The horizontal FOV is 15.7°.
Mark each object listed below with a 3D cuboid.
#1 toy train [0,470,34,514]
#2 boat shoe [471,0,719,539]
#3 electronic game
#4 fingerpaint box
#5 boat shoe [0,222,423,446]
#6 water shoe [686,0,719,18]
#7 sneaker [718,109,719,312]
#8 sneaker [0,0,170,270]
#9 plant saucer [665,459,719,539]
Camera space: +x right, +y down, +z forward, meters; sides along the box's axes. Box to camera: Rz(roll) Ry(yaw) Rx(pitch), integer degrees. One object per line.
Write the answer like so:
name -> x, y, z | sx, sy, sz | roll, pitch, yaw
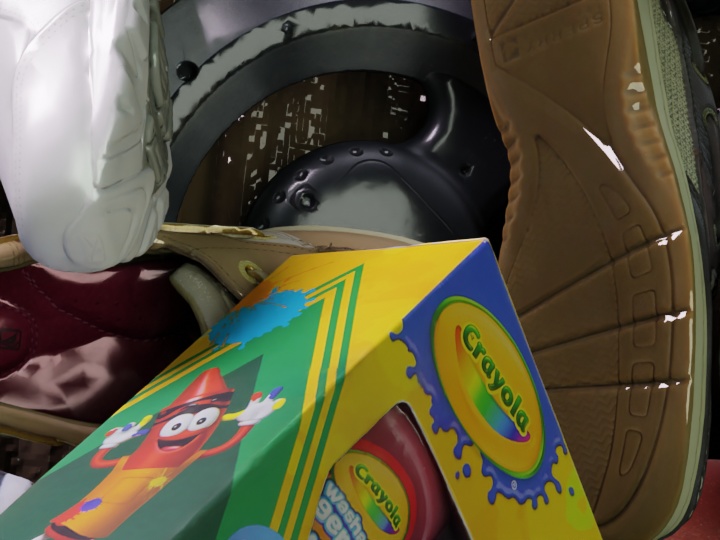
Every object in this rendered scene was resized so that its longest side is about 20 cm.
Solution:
toy train -> -0.171, 0.083, 0.677 | 0.199, 0.087, 0.115 | 10, 63, -1
boat shoe -> 0.079, -0.018, 0.757 | 0.065, 0.073, 0.201 | 10, 72, -48
electronic game -> 0.000, 0.000, 0.805 | 0.199, 0.042, 0.202 | 0, 91, -14
fingerpaint box -> 0.000, 0.119, 0.667 | 0.167, 0.073, 0.201 | -42, 118, -45
boat shoe -> -0.047, 0.023, 0.737 | 0.199, 0.066, 0.075 | -2, 92, -15
water shoe -> 0.161, -0.129, 0.862 | 0.199, 0.071, 0.080 | -4, 84, -23
sneaker -> 0.169, 0.020, 0.861 | 0.099, 0.078, 0.201 | -18, 85, -14
sneaker -> -0.107, -0.072, 0.717 | 0.099, 0.078, 0.201 | -10, 46, -6
plant saucer -> 0.035, 0.161, 0.791 | 0.198, 0.037, 0.201 | 0, 99, -21
